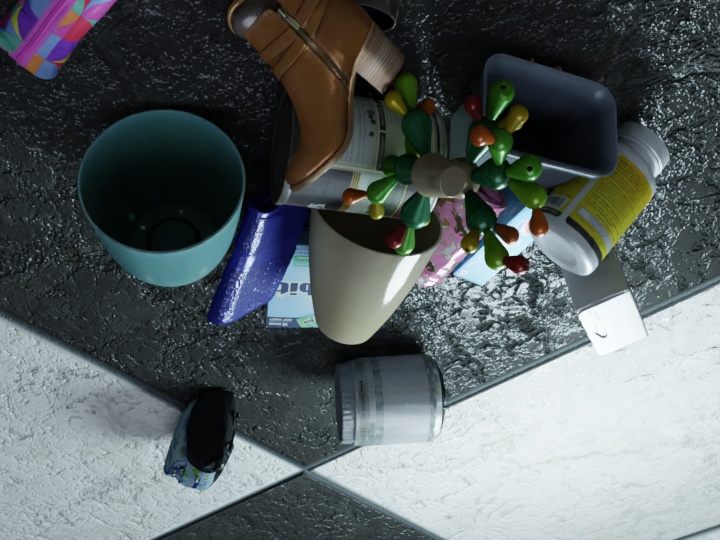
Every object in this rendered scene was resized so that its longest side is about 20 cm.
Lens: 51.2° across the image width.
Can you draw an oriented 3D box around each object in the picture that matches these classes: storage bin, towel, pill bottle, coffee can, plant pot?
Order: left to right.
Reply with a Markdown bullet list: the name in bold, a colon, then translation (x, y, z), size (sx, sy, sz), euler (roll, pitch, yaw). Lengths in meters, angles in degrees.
- **plant pot**: translation (-0.246, -0.074, 0.968), size (0.195, 0.205, 0.162), euler (-1, 154, -9)
- **towel**: translation (-0.141, -0.028, 1.043), size (0.147, 0.049, 0.203), euler (-29, 150, -56)
- **coffee can**: translation (-0.007, -0.147, 0.955), size (0.195, 0.149, 0.148), euler (6, 138, -17)
- **plant pot**: translation (0.000, 0.000, 1.065), size (0.183, 0.189, 0.203), euler (6, 127, -16)
- **storage bin**: translation (0.211, -0.184, 0.977), size (0.195, 0.149, 0.134), euler (9, 165, -21)
- **pill bottle**: translation (0.333, -0.103, 1.039), size (0.201, 0.112, 0.113), euler (-48, 137, -8)

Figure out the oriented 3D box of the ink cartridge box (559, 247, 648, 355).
- **ink cartridge box**: translation (0.358, 0.003, 1.153), size (0.083, 0.203, 0.145), euler (-23, 139, 18)

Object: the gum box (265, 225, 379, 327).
- **gum box**: translation (-0.067, 0.014, 1.210), size (0.165, 0.045, 0.202), euler (1, 139, -11)

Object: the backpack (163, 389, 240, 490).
- **backpack**: translation (-0.315, 0.349, 1.486), size (0.150, 0.166, 0.202), euler (6, 146, -3)

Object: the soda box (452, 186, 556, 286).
- **soda box**: translation (0.222, -0.066, 1.155), size (0.067, 0.065, 0.200), euler (20, 133, -30)

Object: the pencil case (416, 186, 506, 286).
- **pencil case**: translation (0.133, -0.061, 1.131), size (0.081, 0.088, 0.201), euler (-4, 143, -37)

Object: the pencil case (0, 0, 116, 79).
- **pencil case**: translation (-0.302, -0.290, 0.785), size (0.088, 0.090, 0.199), euler (29, 128, -36)

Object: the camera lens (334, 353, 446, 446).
- **camera lens**: translation (0.055, 0.242, 1.409), size (0.195, 0.163, 0.162), euler (-2, 140, -7)

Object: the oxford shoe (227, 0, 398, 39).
- **oxford shoe**: translation (-0.054, -0.286, 0.840), size (0.195, 0.074, 0.072), euler (-10, 140, 2)

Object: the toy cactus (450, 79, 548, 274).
- **toy cactus**: translation (0.129, -0.100, 0.834), size (0.100, 0.205, 0.164), euler (-13, -171, -32)

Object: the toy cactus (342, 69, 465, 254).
- **toy cactus**: translation (0.054, -0.112, 0.813), size (0.100, 0.165, 0.205), euler (4, 102, -24)

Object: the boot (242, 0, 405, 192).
- **boot**: translation (-0.064, -0.202, 0.806), size (0.153, 0.074, 0.202), euler (33, 96, -20)
